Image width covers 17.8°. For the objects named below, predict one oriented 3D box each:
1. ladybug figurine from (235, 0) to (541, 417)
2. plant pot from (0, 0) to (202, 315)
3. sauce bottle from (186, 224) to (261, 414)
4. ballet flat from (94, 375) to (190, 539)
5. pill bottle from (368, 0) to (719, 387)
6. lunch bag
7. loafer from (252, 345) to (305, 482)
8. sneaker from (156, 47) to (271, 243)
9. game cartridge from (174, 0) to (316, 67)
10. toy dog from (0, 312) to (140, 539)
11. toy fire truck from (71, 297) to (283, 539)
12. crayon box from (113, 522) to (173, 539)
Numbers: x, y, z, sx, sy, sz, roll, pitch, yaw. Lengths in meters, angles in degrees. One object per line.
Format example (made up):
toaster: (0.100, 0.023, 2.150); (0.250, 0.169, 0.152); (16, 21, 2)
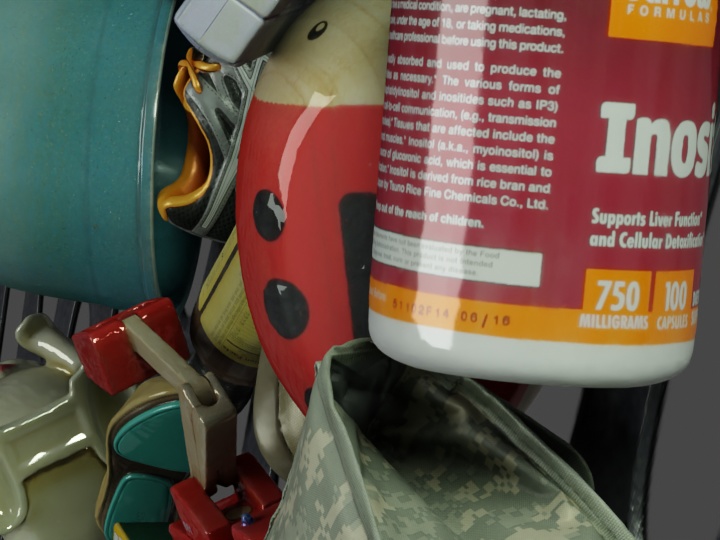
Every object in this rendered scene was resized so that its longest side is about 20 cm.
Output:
ladybug figurine: (0.012, -0.011, 0.871); (0.072, 0.135, 0.201); (-39, -55, -68)
plant pot: (-0.189, -0.078, 1.291); (0.200, 0.187, 0.201); (4, -90, -86)
sauce bottle: (-0.051, 0.017, 1.166); (0.200, 0.064, 0.065); (126, 142, -58)
ballet flat: (-0.121, 0.098, 1.364); (0.200, 0.068, 0.063); (122, 159, -53)
pill bottle: (0.064, -0.067, 0.769); (0.113, 0.112, 0.201); (-159, 71, -70)
lunch bag: (0.027, 0.141, 0.817); (0.200, 0.117, 0.164); (57, 143, 36)
loafer: (0.000, 0.000, 1.021); (0.067, 0.076, 0.201); (-15, 62, 34)
sneaker: (-0.056, -0.105, 1.179); (0.078, 0.077, 0.201); (-145, 61, -69)
game cartridge: (-0.014, -0.138, 0.861); (0.130, 0.038, 0.200); (-49, 2, 8)
toy dog: (-0.211, 0.122, 1.555); (0.194, 0.139, 0.200); (59, 169, -20)
toy fire truck: (-0.071, 0.096, 1.131); (0.200, 0.049, 0.142); (19, 131, 63)
crayon box: (-0.101, 0.236, 1.306); (0.200, 0.051, 0.126); (-140, 55, -67)
